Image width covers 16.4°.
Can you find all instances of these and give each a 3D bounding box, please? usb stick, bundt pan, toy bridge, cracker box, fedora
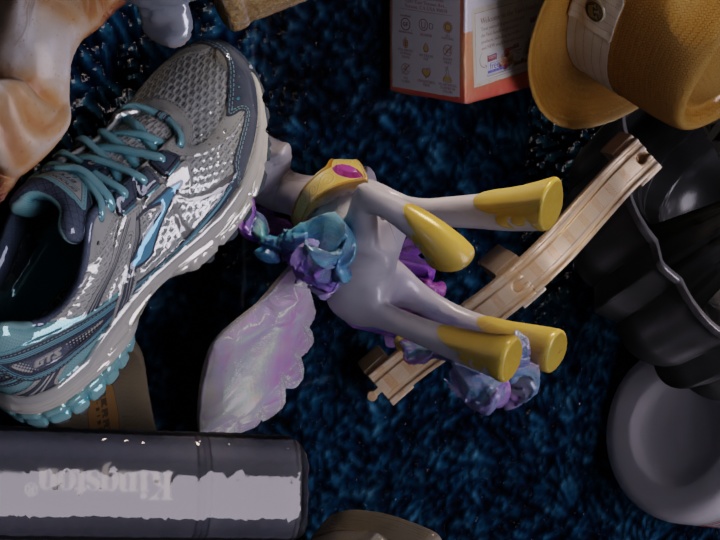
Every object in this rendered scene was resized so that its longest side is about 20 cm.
[{"bbox_3d":[-0.117,0.101,1.160,0.200,0.033,0.055,4,91,-25],"label":"usb stick"},{"bbox_3d":[0.194,-0.009,1.445,0.202,0.076,0.202,30,41,-30],"label":"bundt pan"},{"bbox_3d":[0.079,0.003,1.325,0.200,0.067,0.027,-41,99,-1],"label":"toy bridge"},{"bbox_3d":[0.077,-0.199,1.327,0.134,0.058,0.200,-17,114,-46],"label":"cracker box"},{"bbox_3d":[0.178,-0.138,1.308,0.201,0.082,0.201,-34,151,-22],"label":"fedora"}]

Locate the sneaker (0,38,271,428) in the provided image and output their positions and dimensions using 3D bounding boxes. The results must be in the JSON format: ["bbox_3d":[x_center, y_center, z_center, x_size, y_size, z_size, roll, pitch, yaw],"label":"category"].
[{"bbox_3d":[-0.112,-0.027,1.130,0.200,0.078,0.086,-60,150,-14],"label":"sneaker"}]

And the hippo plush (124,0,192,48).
[{"bbox_3d":[-0.040,-0.157,1.052,0.159,0.161,0.200,53,36,9],"label":"hippo plush"}]

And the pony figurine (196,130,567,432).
[{"bbox_3d":[0.000,0.000,1.224,0.167,0.200,0.193,-51,150,-35],"label":"pony figurine"}]

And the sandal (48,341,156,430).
[{"bbox_3d":[-0.110,0.121,1.210,0.080,0.054,0.200,-28,121,-41],"label":"sandal"}]

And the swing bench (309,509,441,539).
[{"bbox_3d":[-0.025,0.256,1.294,0.199,0.130,0.200,-48,127,-28],"label":"swing bench"}]

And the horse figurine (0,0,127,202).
[{"bbox_3d":[-0.158,-0.100,1.096,0.133,0.050,0.200,31,72,-46],"label":"horse figurine"}]

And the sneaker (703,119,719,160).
[{"bbox_3d":[0.202,-0.118,1.437,0.072,0.072,0.200,-8,70,-16],"label":"sneaker"}]

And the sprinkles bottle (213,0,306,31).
[{"bbox_3d":[0.018,-0.179,1.184,0.200,0.068,0.068,-21,122,-4],"label":"sprinkles bottle"}]

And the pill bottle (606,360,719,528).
[{"bbox_3d":[0.253,0.110,1.572,0.200,0.112,0.112,12,91,-50],"label":"pill bottle"}]
